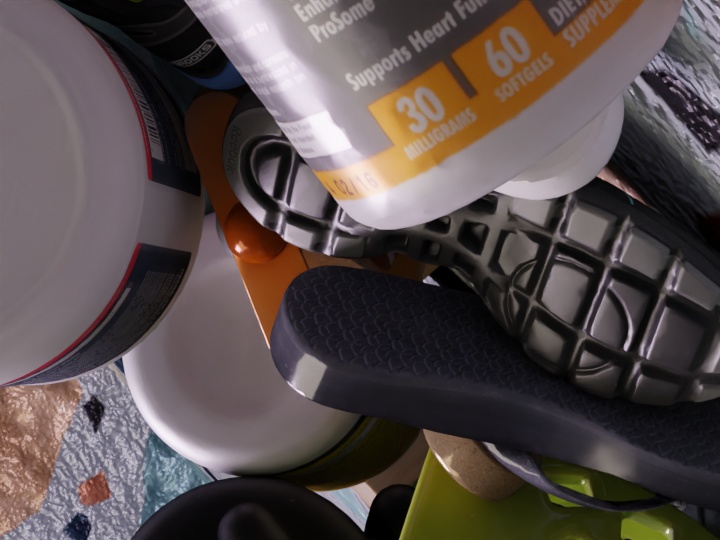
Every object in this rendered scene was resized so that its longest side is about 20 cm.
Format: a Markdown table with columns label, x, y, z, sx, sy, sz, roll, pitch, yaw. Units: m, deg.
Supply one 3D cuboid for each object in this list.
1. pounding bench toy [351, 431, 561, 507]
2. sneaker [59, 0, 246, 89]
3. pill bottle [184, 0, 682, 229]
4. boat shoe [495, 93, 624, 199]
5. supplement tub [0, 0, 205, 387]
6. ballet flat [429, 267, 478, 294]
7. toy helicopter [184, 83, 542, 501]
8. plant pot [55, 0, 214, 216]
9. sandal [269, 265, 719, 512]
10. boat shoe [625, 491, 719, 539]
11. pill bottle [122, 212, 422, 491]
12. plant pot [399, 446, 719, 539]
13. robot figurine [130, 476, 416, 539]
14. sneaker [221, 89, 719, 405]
| label | x | y | z | sx | sy | sz | roll | pitch | yaw |
| --- | --- | --- | --- | --- | --- | --- | --- | --- | --- |
| pounding bench toy | 0.088 | 0.159 | 1.149 | 0.156 | 0.124 | 0.200 | 56 | 168 | -31 |
| sneaker | -0.105 | -0.137 | 0.862 | 0.199 | 0.071 | 0.083 | 37 | 180 | 31 |
| pill bottle | -0.012 | -0.120 | 0.639 | 0.200 | 0.116 | 0.116 | 52 | 169 | -15 |
| boat shoe | 0.022 | -0.080 | 0.778 | 0.200 | 0.072 | 0.068 | 38 | 179 | 39 |
| supplement tub | -0.131 | -0.028 | 0.861 | 0.141 | 0.140 | 0.200 | 49 | -177 | 4 |
| ballet flat | 0.047 | 0.014 | 1.006 | 0.200 | 0.057 | 0.066 | 50 | 168 | 3 |
| toy helicopter | 0.000 | 0.000 | 0.891 | 0.201 | 0.079 | 0.132 | 56 | -157 | 21 |
| plant pot | -0.108 | -0.085 | 1.039 | 0.134 | 0.201 | 0.201 | -14 | 122 | 38 |
| sandal | 0.065 | 0.047 | 0.833 | 0.199 | 0.076 | 0.043 | 17 | 125 | -4 |
| boat shoe | 0.105 | 0.064 | 0.925 | 0.073 | 0.062 | 0.201 | 41 | 165 | 47 |
| pill bottle | -0.027 | 0.041 | 1.076 | 0.113 | 0.112 | 0.200 | 47 | -177 | 15 |
| plant pot | 0.086 | 0.202 | 0.897 | 0.180 | 0.200 | 0.201 | 12 | 132 | 9 |
| robot figurine | -0.046 | 0.155 | 1.014 | 0.200 | 0.149 | 0.126 | 85 | -174 | -75 |
| sneaker | 0.054 | -0.026 | 0.818 | 0.199 | 0.079 | 0.076 | 27 | 129 | 11 |
